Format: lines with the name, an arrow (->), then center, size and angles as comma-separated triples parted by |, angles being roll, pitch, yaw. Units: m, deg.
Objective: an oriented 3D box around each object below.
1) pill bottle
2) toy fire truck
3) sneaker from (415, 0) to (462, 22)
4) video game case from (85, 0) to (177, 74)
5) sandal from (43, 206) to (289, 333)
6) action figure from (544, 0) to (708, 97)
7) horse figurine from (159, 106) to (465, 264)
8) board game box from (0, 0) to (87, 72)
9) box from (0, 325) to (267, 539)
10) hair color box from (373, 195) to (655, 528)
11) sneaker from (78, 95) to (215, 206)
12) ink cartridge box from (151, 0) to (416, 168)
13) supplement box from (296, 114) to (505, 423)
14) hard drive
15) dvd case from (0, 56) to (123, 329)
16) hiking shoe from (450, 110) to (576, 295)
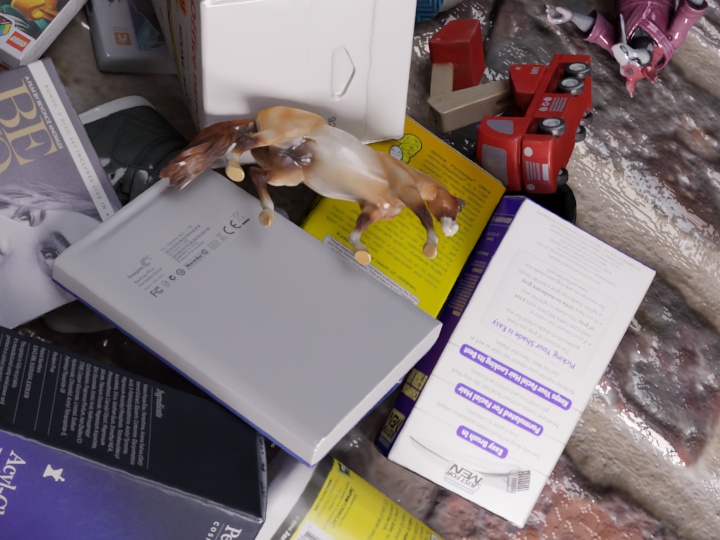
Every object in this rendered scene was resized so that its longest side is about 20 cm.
pill bottle -> 0.009, 0.205, 0.943 | 0.200, 0.112, 0.112 | 37, 51, -5
toy fire truck -> 0.104, -0.129, 1.167 | 0.141, 0.049, 0.200 | 5, 35, 19
sneaker -> 0.019, -0.301, 1.283 | 0.200, 0.076, 0.081 | 54, 43, 2
video game case -> -0.124, -0.233, 1.191 | 0.200, 0.023, 0.182 | -2, 63, -29
sandal -> -0.120, 0.009, 1.028 | 0.203, 0.082, 0.050 | -29, 121, -39
action figure -> 0.250, -0.241, 1.372 | 0.149, 0.134, 0.200 | 43, 49, -58
horse figurine -> -0.022, -0.059, 0.972 | 0.200, 0.050, 0.133 | 20, 29, -6
board game box -> -0.295, -0.229, 1.076 | 0.200, 0.035, 0.126 | 31, 53, -3
box -> -0.170, 0.133, 0.850 | 0.200, 0.148, 0.104 | 21, 23, -15
hair color box -> 0.105, 0.061, 1.048 | 0.109, 0.065, 0.200 | 29, 87, -10
sneaker -> -0.177, -0.048, 1.004 | 0.099, 0.071, 0.200 | 32, 44, 23
ink cartridge box -> -0.061, -0.196, 1.044 | 0.144, 0.147, 0.200 | -12, 49, -13
supplement box -> 0.000, 0.000, 1.063 | 0.109, 0.109, 0.200 | 35, 51, -5
hard drive -> -0.068, 0.020, 0.926 | 0.200, 0.025, 0.132 | 34, 49, 17
dvd case -> -0.235, -0.034, 0.909 | 0.200, 0.016, 0.149 | -27, 93, -41
hiking shoe -> 0.134, -0.052, 1.166 | 0.076, 0.101, 0.200 | 29, 54, -26
